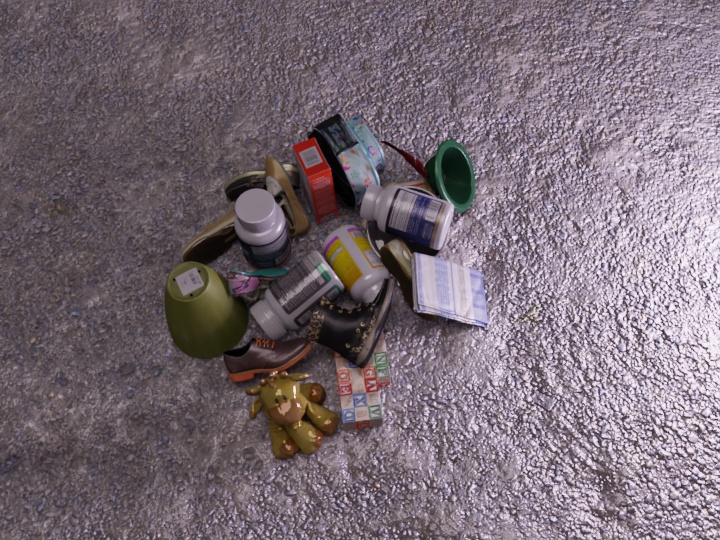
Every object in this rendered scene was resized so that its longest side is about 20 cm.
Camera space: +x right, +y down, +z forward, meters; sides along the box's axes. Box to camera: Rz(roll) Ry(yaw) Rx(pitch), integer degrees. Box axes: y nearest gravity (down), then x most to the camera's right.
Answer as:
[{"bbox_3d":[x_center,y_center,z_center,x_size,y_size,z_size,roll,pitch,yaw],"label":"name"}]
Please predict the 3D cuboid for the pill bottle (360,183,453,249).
[{"bbox_3d":[0.104,-0.129,1.672,0.197,0.111,0.112,19,65,11],"label":"pill bottle"}]

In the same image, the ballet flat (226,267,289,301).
[{"bbox_3d":[-0.233,0.032,1.663,0.068,0.199,0.072,11,97,29],"label":"ballet flat"}]

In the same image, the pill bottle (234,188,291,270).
[{"bbox_3d":[-0.227,-0.095,1.688,0.118,0.201,0.121,-1,61,2],"label":"pill bottle"}]

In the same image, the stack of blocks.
[{"bbox_3d":[0.007,0.232,1.587,0.113,0.059,0.203,-7,62,-2],"label":"stack of blocks"}]

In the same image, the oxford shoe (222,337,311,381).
[{"bbox_3d":[-0.203,0.178,1.589,0.197,0.073,0.071,-20,23,5],"label":"oxford shoe"}]

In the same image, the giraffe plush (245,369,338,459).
[{"bbox_3d":[-0.150,0.272,1.515,0.172,0.163,0.200,-41,68,-17],"label":"giraffe plush"}]

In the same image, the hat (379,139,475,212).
[{"bbox_3d":[0.169,-0.231,1.829,0.174,0.164,0.203,-9,82,42],"label":"hat"}]

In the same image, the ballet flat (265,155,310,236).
[{"bbox_3d":[-0.184,-0.172,1.745,0.063,0.068,0.202,-39,109,-32],"label":"ballet flat"}]

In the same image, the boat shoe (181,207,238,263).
[{"bbox_3d":[-0.351,-0.087,1.773,0.199,0.072,0.076,-33,51,-22],"label":"boat shoe"}]

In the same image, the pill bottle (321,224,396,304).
[{"bbox_3d":[0.000,0.000,1.683,0.103,0.105,0.201,-28,65,-12],"label":"pill bottle"}]

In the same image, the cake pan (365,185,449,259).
[{"bbox_3d":[0.112,-0.099,1.741,0.197,0.037,0.204,-1,78,6],"label":"cake pan"}]

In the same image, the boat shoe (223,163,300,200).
[{"bbox_3d":[-0.242,-0.206,1.807,0.198,0.072,0.067,-15,65,9],"label":"boat shoe"}]

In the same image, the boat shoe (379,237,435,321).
[{"bbox_3d":[0.122,0.019,1.671,0.063,0.073,0.202,-31,82,-33],"label":"boat shoe"}]

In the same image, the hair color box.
[{"bbox_3d":[-0.105,-0.209,1.741,0.061,0.201,0.102,-22,64,-8],"label":"hair color box"}]

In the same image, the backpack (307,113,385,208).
[{"bbox_3d":[-0.022,-0.259,1.779,0.149,0.178,0.202,-25,72,-9],"label":"backpack"}]

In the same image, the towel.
[{"bbox_3d":[0.198,0.045,1.646,0.198,0.024,0.149,14,59,-27],"label":"towel"}]

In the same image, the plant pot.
[{"bbox_3d":[-0.353,0.067,1.610,0.184,0.201,0.190,-1,62,2],"label":"plant pot"}]

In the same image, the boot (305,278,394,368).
[{"bbox_3d":[-0.020,0.091,1.574,0.149,0.073,0.202,21,82,10],"label":"boot"}]

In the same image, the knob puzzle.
[{"bbox_3d":[0.100,-0.136,1.791,0.216,0.031,0.223,-1,63,2],"label":"knob puzzle"}]

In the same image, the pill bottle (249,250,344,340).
[{"bbox_3d":[-0.142,0.059,1.641,0.199,0.113,0.113,-39,67,-3],"label":"pill bottle"}]
